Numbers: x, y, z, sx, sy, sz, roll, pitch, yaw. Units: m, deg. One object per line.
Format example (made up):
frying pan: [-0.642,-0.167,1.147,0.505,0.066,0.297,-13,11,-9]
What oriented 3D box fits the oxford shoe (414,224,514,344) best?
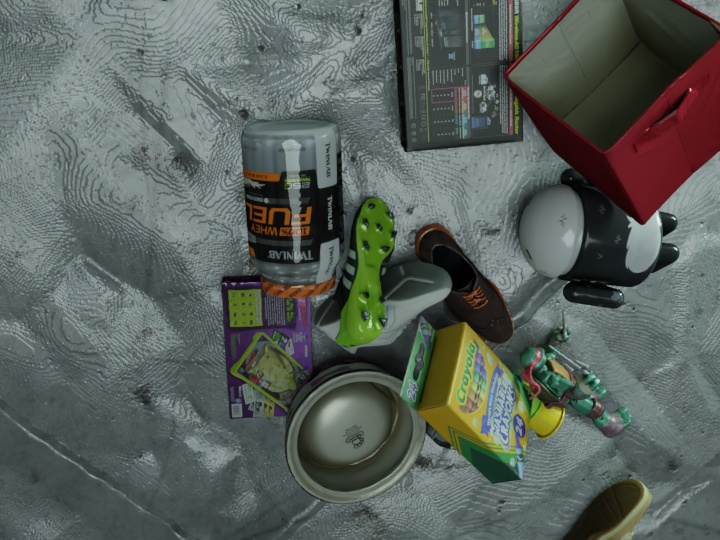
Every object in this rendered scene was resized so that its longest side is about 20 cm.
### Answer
oxford shoe: [0.142,0.031,0.988,0.071,0.073,0.200,-40,107,8]

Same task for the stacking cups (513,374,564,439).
stacking cups: [0.195,0.161,1.050,0.199,0.061,0.061,35,102,-9]

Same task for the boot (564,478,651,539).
boot: [0.414,0.426,1.140,0.154,0.073,0.201,30,104,-13]

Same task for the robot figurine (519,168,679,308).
robot figurine: [0.304,-0.044,0.955,0.197,0.151,0.126,6,124,-8]

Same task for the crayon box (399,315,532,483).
crayon box: [0.139,0.158,0.927,0.051,0.127,0.200,-22,125,39]

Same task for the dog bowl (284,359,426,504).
dog bowl: [-0.014,0.213,1.017,0.197,0.074,0.203,-6,110,-16]

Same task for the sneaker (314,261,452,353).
sneaker: [0.038,0.051,0.976,0.198,0.071,0.080,-22,125,28]

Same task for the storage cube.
storage cube: [0.304,-0.197,0.846,0.171,0.201,0.179,-45,140,9]

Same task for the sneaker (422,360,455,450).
sneaker: [0.119,0.194,1.020,0.115,0.075,0.200,-22,119,39]

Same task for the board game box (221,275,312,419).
board game box: [-0.125,0.106,1.011,0.118,0.032,0.203,0,109,-1]

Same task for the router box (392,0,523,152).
router box: [0.119,-0.252,0.901,0.147,0.062,0.203,-5,108,-3]

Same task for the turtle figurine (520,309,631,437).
turtle figurine: [0.279,0.142,1.004,0.100,0.151,0.200,-38,118,20]

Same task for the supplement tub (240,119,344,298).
supplement tub: [-0.080,-0.077,0.907,0.121,0.123,0.203,-4,108,-4]

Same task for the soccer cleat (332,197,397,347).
soccer cleat: [0.000,0.000,0.932,0.067,0.202,0.081,24,147,-28]
